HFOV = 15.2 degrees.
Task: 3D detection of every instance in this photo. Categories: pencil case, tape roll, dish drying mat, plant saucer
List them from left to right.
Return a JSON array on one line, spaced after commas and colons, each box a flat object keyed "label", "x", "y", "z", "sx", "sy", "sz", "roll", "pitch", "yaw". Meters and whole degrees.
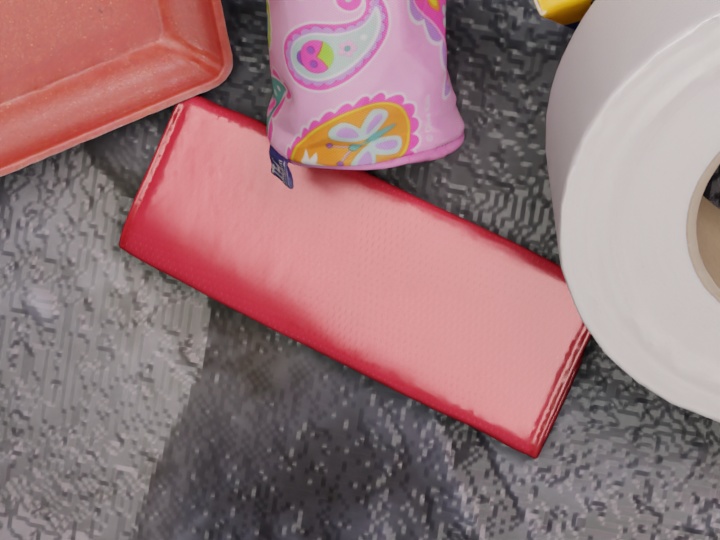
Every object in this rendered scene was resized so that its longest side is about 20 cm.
[{"label": "plant saucer", "x": -0.161, "y": -0.133, "z": 1.060, "sx": 0.199, "sy": 0.037, "sz": 0.200, "roll": -25, "pitch": 122, "yaw": -22}, {"label": "pencil case", "x": -0.005, "y": -0.137, "z": 1.057, "sx": 0.087, "sy": 0.087, "sz": 0.201, "roll": 2, "pitch": 114, "yaw": 12}, {"label": "dish drying mat", "x": 0.000, "y": 0.000, "z": 1.122, "sx": 0.199, "sy": 0.018, "sz": 0.077, "roll": 26, "pitch": 96, "yaw": 10}, {"label": "tape roll", "x": 0.170, "y": -0.038, "z": 1.005, "sx": 0.201, "sy": 0.071, "sz": 0.203, "roll": 0, "pitch": 125, "yaw": 0}]

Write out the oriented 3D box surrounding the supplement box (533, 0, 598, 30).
[{"label": "supplement box", "x": 0.151, "y": -0.178, "z": 1.039, "sx": 0.199, "sy": 0.109, "sz": 0.110, "roll": -19, "pitch": 87, "yaw": 12}]
